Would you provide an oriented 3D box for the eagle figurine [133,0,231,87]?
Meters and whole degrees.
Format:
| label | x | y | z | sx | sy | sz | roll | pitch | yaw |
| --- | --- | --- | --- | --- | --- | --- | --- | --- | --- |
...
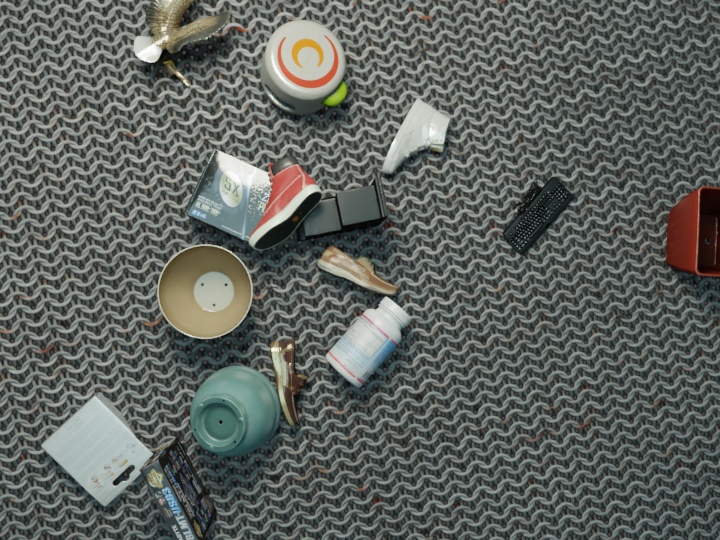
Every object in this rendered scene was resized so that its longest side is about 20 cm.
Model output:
| label | x | y | z | sx | sy | sz | roll | pitch | yaw |
| --- | --- | --- | --- | --- | --- | --- | --- | --- | --- |
| eagle figurine | -0.407 | -0.545 | 1.386 | 0.152 | 0.200 | 0.151 | 19 | 42 | -35 |

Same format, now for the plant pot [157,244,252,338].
| label | x | y | z | sx | sy | sz | roll | pitch | yaw |
| --- | --- | --- | --- | --- | --- | --- | --- | --- | --- |
| plant pot | -0.335 | 0.047 | 1.377 | 0.200 | 0.134 | 0.201 | 0 | 88 | -4 |

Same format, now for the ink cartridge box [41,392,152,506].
| label | x | y | z | sx | sy | sz | roll | pitch | yaw |
| --- | --- | --- | --- | --- | --- | --- | --- | --- | --- |
| ink cartridge box | -0.584 | 0.402 | 1.393 | 0.160 | 0.047 | 0.200 | -43 | 97 | -5 |

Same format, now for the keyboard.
| label | x | y | z | sx | sy | sz | roll | pitch | yaw |
| --- | --- | --- | --- | --- | --- | --- | --- | --- | --- |
| keyboard | 0.426 | -0.142 | 1.499 | 0.104 | 0.040 | 0.200 | 42 | 84 | -3 |

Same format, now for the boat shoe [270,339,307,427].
| label | x | y | z | sx | sy | sz | roll | pitch | yaw |
| --- | --- | --- | --- | --- | --- | --- | --- | --- | --- |
| boat shoe | -0.156 | 0.257 | 1.421 | 0.072 | 0.072 | 0.200 | -11 | 85 | -6 |

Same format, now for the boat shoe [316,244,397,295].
| label | x | y | z | sx | sy | sz | roll | pitch | yaw |
| --- | --- | --- | --- | --- | --- | --- | --- | --- | --- |
| boat shoe | 0.000 | 0.000 | 1.440 | 0.200 | 0.076 | 0.072 | 24 | 84 | -5 |

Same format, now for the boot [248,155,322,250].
| label | x | y | z | sx | sy | sz | roll | pitch | yaw |
| --- | --- | --- | --- | --- | --- | --- | --- | --- | --- |
| boot | -0.190 | -0.151 | 1.353 | 0.200 | 0.072 | 0.144 | -43 | 64 | 13 |

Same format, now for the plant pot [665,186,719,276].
| label | x | y | z | sx | sy | sz | roll | pitch | yaw |
| --- | --- | --- | --- | --- | --- | --- | --- | --- | --- |
| plant pot | 0.841 | -0.080 | 1.465 | 0.200 | 0.176 | 0.200 | 4 | 88 | -4 |

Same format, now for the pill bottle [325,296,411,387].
| label | x | y | z | sx | sy | sz | roll | pitch | yaw |
| --- | --- | --- | --- | --- | --- | --- | --- | --- | --- |
| pill bottle | 0.022 | 0.161 | 1.418 | 0.109 | 0.109 | 0.200 | 43 | 85 | -2 |

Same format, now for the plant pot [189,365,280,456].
| label | x | y | z | sx | sy | sz | roll | pitch | yaw |
| --- | --- | --- | --- | --- | --- | --- | --- | --- | --- |
| plant pot | -0.289 | 0.319 | 1.351 | 0.200 | 0.134 | 0.201 | 0 | 91 | 8 |

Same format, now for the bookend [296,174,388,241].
| label | x | y | z | sx | sy | sz | roll | pitch | yaw |
| --- | --- | --- | --- | --- | --- | --- | --- | --- | --- |
| bookend | -0.052 | -0.134 | 1.376 | 0.200 | 0.199 | 0.092 | -12 | 89 | -4 |

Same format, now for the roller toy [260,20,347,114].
| label | x | y | z | sx | sy | sz | roll | pitch | yaw |
| --- | --- | --- | --- | --- | --- | --- | --- | --- | --- |
| roller toy | -0.134 | -0.461 | 1.410 | 0.182 | 0.140 | 0.200 | -7 | 86 | -16 |

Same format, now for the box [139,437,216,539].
| label | x | y | z | sx | sy | sz | roll | pitch | yaw |
| --- | --- | --- | --- | --- | --- | --- | --- | --- | --- |
| box | -0.387 | 0.477 | 1.326 | 0.050 | 0.199 | 0.200 | -28 | 92 | -4 |

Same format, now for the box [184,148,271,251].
| label | x | y | z | sx | sy | sz | roll | pitch | yaw |
| --- | --- | --- | --- | --- | --- | --- | --- | --- | --- |
| box | -0.273 | -0.158 | 1.414 | 0.200 | 0.086 | 0.164 | 25 | 86 | -4 |

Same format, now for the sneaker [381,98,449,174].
| label | x | y | z | sx | sy | sz | roll | pitch | yaw |
| --- | --- | --- | --- | --- | --- | --- | --- | --- | --- |
| sneaker | 0.138 | -0.297 | 1.462 | 0.115 | 0.074 | 0.200 | 29 | 85 | 0 |
